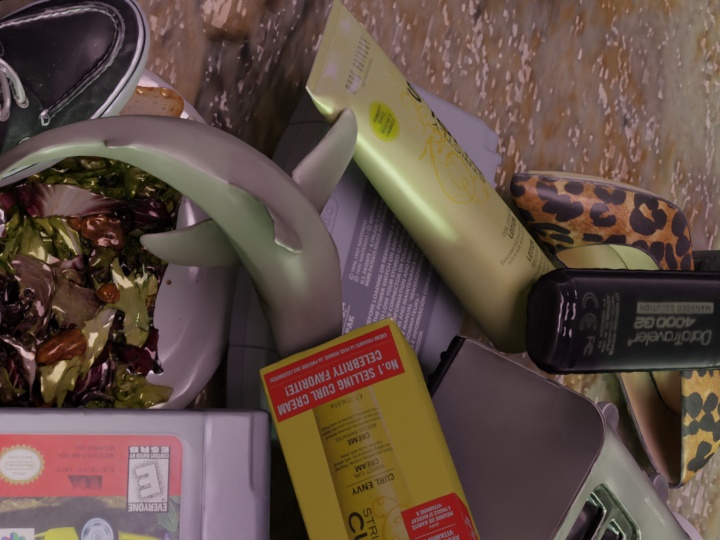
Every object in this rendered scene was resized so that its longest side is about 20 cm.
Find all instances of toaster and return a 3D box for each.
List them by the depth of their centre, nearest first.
[{"bbox_3d":[0.072,0.161,1.009,0.201,0.118,0.181,-58,141,-16],"label":"toaster"}]

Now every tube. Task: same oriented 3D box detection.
[{"bbox_3d":[0.036,-0.042,1.000,0.052,0.058,0.200,-43,117,-7],"label":"tube"}]

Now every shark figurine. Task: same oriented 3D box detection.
[{"bbox_3d":[-0.069,-0.028,0.891,0.213,0.090,0.129,26,103,-29],"label":"shark figurine"}]

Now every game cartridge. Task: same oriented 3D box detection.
[{"bbox_3d":[-0.129,0.127,0.883,0.199,0.041,0.134,2,90,-32],"label":"game cartridge"},{"bbox_3d":[0.000,0.000,1.035,0.133,0.040,0.202,25,74,-42],"label":"game cartridge"}]

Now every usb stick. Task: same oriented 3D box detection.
[{"bbox_3d":[0.158,0.027,1.059,0.199,0.032,0.056,1,98,-47],"label":"usb stick"}]

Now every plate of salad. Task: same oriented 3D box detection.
[{"bbox_3d":[-0.138,-0.010,0.967,0.199,0.048,0.202,1,87,-31],"label":"plate of salad"}]

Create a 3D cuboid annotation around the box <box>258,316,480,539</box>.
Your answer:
[{"bbox_3d":[0.018,0.126,0.904,0.075,0.050,0.201,-21,62,5],"label":"box"}]

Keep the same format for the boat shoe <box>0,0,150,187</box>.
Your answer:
[{"bbox_3d":[-0.178,-0.075,0.908,0.199,0.068,0.072,-31,84,-19],"label":"boat shoe"}]

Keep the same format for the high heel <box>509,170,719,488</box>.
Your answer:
[{"bbox_3d":[0.145,0.033,1.114,0.199,0.071,0.144,25,69,-38],"label":"high heel"}]

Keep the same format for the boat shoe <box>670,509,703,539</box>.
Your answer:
[{"bbox_3d":[0.173,0.239,1.135,0.066,0.070,0.202,-17,104,-32],"label":"boat shoe"}]
